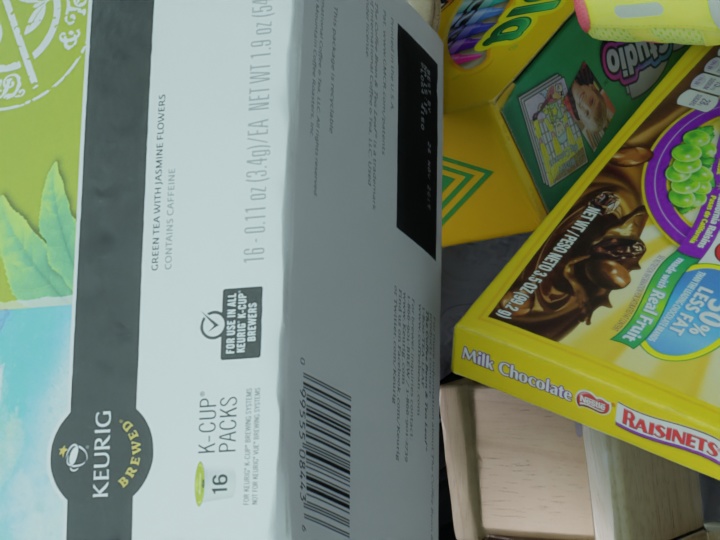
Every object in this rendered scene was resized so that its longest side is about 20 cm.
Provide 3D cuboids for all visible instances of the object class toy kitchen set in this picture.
[{"bbox_3d":[0.067,0.144,0.826,0.163,0.180,0.201,-2,98,43],"label":"toy kitchen set"}]

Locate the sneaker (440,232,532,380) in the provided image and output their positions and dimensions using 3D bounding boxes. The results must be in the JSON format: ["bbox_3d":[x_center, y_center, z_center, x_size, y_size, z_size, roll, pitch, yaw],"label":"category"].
[{"bbox_3d":[0.000,0.000,1.070,0.199,0.076,0.114,-27,35,13],"label":"sneaker"}]

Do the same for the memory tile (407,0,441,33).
[{"bbox_3d":[-0.057,-0.128,0.968,0.153,0.017,0.201,-29,63,23],"label":"memory tile"}]

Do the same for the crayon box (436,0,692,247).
[{"bbox_3d":[0.041,-0.081,1.005,0.172,0.058,0.200,-10,28,41],"label":"crayon box"}]

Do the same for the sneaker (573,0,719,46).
[{"bbox_3d":[0.116,-0.137,0.922,0.090,0.079,0.200,-10,26,19],"label":"sneaker"}]

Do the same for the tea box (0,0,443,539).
[{"bbox_3d":[-0.084,0.007,0.845,0.196,0.134,0.201,-6,72,21],"label":"tea box"}]

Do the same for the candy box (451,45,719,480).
[{"bbox_3d":[0.122,-0.013,0.888,0.102,0.027,0.200,23,45,20],"label":"candy box"}]

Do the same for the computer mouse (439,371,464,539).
[{"bbox_3d":[0.043,0.042,0.985,0.059,0.034,0.200,-89,20,-48],"label":"computer mouse"}]
